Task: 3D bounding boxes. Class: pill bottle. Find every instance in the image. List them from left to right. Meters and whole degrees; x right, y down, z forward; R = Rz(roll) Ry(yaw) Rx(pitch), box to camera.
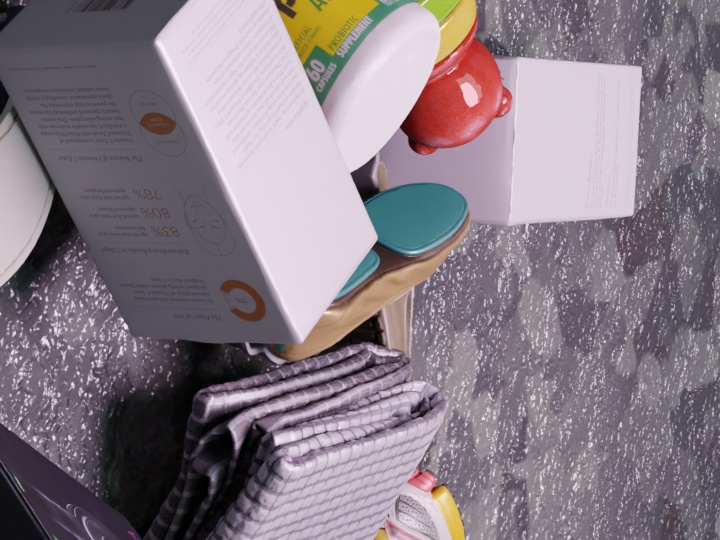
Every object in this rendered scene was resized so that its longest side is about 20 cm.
[{"bbox_3d":[-0.063,-0.152,1.430,0.113,0.199,0.113,-49,164,-19],"label":"pill bottle"}]

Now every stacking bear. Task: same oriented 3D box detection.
[{"bbox_3d":[0.024,-0.163,1.548,0.201,0.121,0.114,57,3,-33],"label":"stacking bear"}]

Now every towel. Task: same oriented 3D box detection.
[{"bbox_3d":[-0.052,0.137,1.558,0.199,0.086,0.166,-15,142,-53],"label":"towel"}]

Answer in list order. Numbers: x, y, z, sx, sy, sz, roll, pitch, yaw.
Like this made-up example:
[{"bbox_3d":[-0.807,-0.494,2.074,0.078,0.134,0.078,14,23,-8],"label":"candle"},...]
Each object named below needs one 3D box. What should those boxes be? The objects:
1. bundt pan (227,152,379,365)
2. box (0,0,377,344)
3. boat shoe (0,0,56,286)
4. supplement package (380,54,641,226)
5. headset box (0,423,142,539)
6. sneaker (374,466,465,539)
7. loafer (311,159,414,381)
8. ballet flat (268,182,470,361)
[{"bbox_3d":[-0.069,-0.045,1.562,0.201,0.075,0.204,-14,107,-56],"label":"bundt pan"},{"bbox_3d":[-0.094,-0.067,1.351,0.098,0.124,0.201,-53,131,-39],"label":"box"},{"bbox_3d":[-0.206,-0.067,1.354,0.075,0.061,0.201,47,53,-47],"label":"boat shoe"},{"bbox_3d":[0.109,-0.097,1.802,0.199,0.117,0.118,-4,98,-58],"label":"supplement package"},{"bbox_3d":[-0.174,0.174,1.322,0.093,0.174,0.200,-42,139,1],"label":"headset box"},{"bbox_3d":[0.043,0.240,1.799,0.082,0.077,0.201,-47,123,-39],"label":"sneaker"},{"bbox_3d":[0.006,0.007,1.691,0.067,0.076,0.202,-26,116,-47],"label":"loafer"},{"bbox_3d":[0.000,0.000,1.569,0.200,0.068,0.063,-30,147,-50],"label":"ballet flat"}]
